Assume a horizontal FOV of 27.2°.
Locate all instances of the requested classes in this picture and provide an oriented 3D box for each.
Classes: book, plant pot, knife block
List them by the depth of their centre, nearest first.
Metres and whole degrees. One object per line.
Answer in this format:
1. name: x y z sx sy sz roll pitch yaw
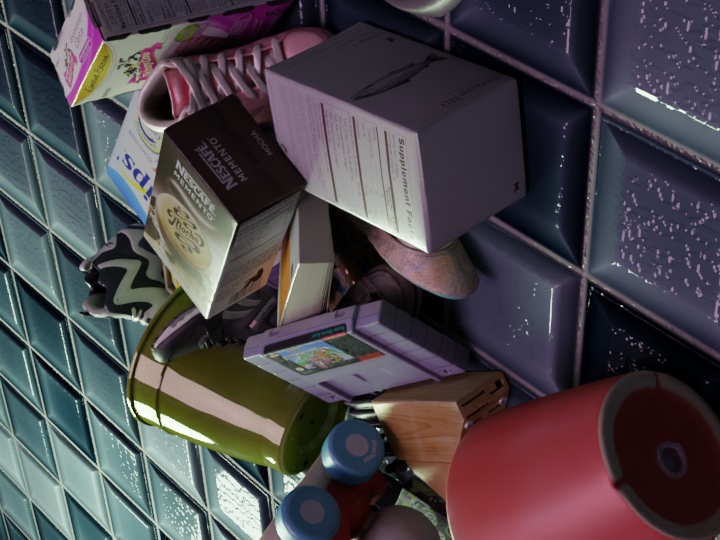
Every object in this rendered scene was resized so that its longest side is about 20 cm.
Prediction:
1. plant pot: 0.198 0.179 1.216 0.201 0.200 0.177 57 139 5
2. book: -0.055 -0.030 1.437 0.200 0.048 0.134 105 163 -67
3. knife block: 0.057 0.136 1.497 0.175 0.064 0.200 41 146 28
4. plant pot: -0.121 0.127 1.658 0.193 0.200 0.201 27 138 25

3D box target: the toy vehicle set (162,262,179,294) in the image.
1. toy vehicle set: -0.194 -0.025 1.773 0.124 0.026 0.200 36 143 35

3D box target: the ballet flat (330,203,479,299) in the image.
1. ballet flat: 0.034 -0.049 1.370 0.200 0.068 0.067 38 140 31

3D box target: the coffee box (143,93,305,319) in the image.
1. coffee box: -0.131 -0.056 1.380 0.113 0.080 0.200 51 153 14

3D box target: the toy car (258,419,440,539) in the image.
1. toy car: 0.007 0.287 1.516 0.200 0.177 0.184 34 144 4

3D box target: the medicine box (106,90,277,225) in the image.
1. medicine box: -0.161 -0.107 1.567 0.182 0.103 0.200 52 145 13

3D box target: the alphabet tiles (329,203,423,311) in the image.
1. alphabet tiles: 0.000 0.000 1.522 0.168 0.008 0.200 60 151 1

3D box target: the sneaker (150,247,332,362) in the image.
1. sneaker: -0.123 0.054 1.561 0.088 0.200 0.076 57 -179 2

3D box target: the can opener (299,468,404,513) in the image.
1. can opener: -0.010 0.253 1.714 0.200 0.079 0.063 27 180 40

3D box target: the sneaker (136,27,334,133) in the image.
1. sneaker: -0.119 -0.172 1.379 0.200 0.105 0.076 -17 86 26

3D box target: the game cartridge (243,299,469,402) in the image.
1. game cartridge: -0.008 0.083 1.462 0.200 0.129 0.039 -17 57 44

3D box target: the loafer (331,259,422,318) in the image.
1. loafer: 0.001 0.054 1.498 0.072 0.063 0.200 55 150 10

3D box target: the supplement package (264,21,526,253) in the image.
1. supplement package: 0.029 -0.118 1.266 0.200 0.117 0.118 28 137 42

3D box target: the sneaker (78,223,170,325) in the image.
1. sneaker: -0.287 0.053 1.879 0.079 0.129 0.200 9 123 54

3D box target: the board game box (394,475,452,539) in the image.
1. board game box: 0.072 0.323 1.616 0.120 0.032 0.200 30 132 12

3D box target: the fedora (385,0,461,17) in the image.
1. fedora: 0.054 -0.286 1.108 0.177 0.090 0.200 57 156 8

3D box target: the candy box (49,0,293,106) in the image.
1. candy box: -0.176 -0.228 1.391 0.061 0.199 0.136 67 152 10
